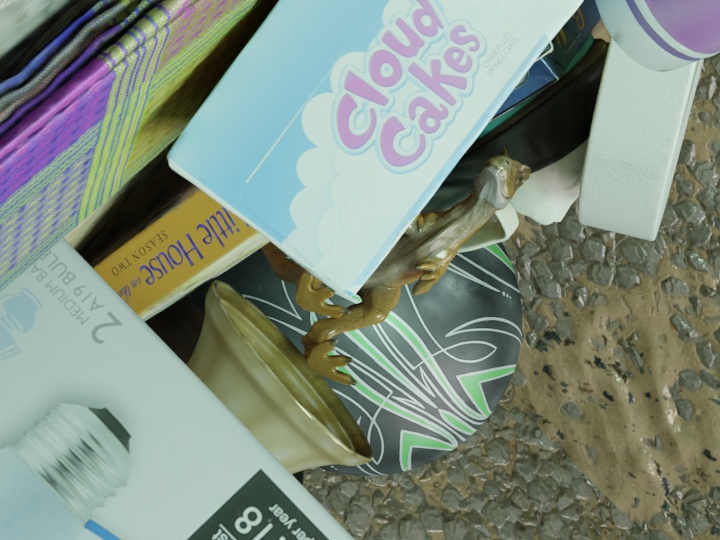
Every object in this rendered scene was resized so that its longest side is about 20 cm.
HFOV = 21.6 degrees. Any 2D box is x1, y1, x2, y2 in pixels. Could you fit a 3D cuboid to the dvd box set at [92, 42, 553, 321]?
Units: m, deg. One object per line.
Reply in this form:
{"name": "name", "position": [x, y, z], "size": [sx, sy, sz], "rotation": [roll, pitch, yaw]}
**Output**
{"name": "dvd box set", "position": [-0.032, -0.032, 0.749], "size": [0.200, 0.029, 0.146], "rotation": [-32, -178, 45]}

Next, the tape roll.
{"name": "tape roll", "position": [0.135, -0.113, 0.817], "size": [0.203, 0.037, 0.203], "rotation": [15, 90, -80]}

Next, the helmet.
{"name": "helmet", "position": [-0.004, 0.021, 1.064], "size": [0.200, 0.200, 0.191], "rotation": [-45, -165, 4]}

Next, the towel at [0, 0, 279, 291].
{"name": "towel", "position": [-0.083, -0.033, 0.502], "size": [0.200, 0.023, 0.144], "rotation": [-43, 178, -19]}

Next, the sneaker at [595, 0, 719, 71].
{"name": "sneaker", "position": [0.146, -0.163, 0.626], "size": [0.114, 0.073, 0.201], "rotation": [-30, -140, 45]}

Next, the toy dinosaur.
{"name": "toy dinosaur", "position": [0.000, 0.000, 0.874], "size": [0.200, 0.060, 0.106], "rotation": [-16, -156, 43]}

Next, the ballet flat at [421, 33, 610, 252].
{"name": "ballet flat", "position": [0.066, -0.052, 0.903], "size": [0.200, 0.068, 0.068], "rotation": [-24, -160, 53]}

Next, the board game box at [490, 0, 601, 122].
{"name": "board game box", "position": [0.063, -0.114, 0.889], "size": [0.135, 0.035, 0.200], "rotation": [-31, -166, 37]}

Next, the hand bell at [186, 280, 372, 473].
{"name": "hand bell", "position": [-0.103, 0.108, 0.829], "size": [0.200, 0.104, 0.104], "rotation": [-41, 178, 5]}

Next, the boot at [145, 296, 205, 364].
{"name": "boot", "position": [-0.104, 0.065, 0.973], "size": [0.075, 0.097, 0.200], "rotation": [-44, 178, -19]}

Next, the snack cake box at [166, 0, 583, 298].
{"name": "snack cake box", "position": [0.036, -0.095, 0.546], "size": [0.200, 0.067, 0.115], "rotation": [-53, -178, 10]}

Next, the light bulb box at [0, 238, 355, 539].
{"name": "light bulb box", "position": [-0.113, 0.128, 0.617], "size": [0.200, 0.198, 0.125], "rotation": [-44, 176, -16]}

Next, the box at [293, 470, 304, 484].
{"name": "box", "position": [-0.115, 0.196, 0.961], "size": [0.200, 0.048, 0.193], "rotation": [-29, -136, 33]}
